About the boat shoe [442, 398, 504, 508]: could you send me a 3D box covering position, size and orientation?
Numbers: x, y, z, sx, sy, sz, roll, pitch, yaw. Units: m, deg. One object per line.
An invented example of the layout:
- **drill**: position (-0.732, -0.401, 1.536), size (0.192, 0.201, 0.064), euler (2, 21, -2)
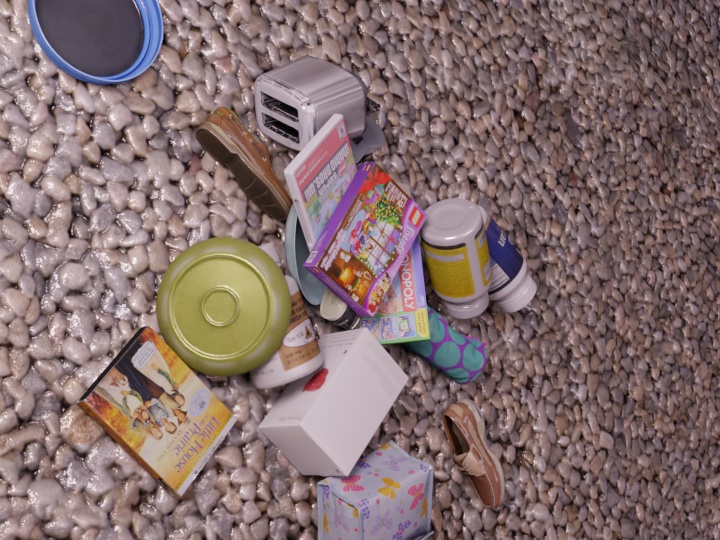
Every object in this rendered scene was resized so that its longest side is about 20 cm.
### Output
- **boat shoe**: position (0.195, 0.333, 1.705), size (0.071, 0.076, 0.202), euler (-17, 84, -36)

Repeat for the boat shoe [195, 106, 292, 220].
- **boat shoe**: position (-0.166, -0.170, 1.491), size (0.200, 0.072, 0.068), euler (50, 56, -22)

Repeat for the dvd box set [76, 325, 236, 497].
- **dvd box set**: position (-0.284, 0.200, 1.352), size (0.200, 0.029, 0.147), euler (51, 54, -20)

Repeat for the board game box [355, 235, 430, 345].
- **board game box**: position (0.039, 0.023, 1.588), size (0.133, 0.029, 0.202), euler (-6, 81, -2)

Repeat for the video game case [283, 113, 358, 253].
- **video game case**: position (-0.049, -0.118, 1.464), size (0.143, 0.017, 0.201), euler (-53, 145, -32)

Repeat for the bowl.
- **bowl**: position (-0.381, -0.364, 1.369), size (0.199, 0.039, 0.203), euler (9, 76, -38)

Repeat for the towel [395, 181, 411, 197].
- **towel**: position (0.039, -0.063, 1.668), size (0.132, 0.034, 0.202), euler (7, 78, -40)

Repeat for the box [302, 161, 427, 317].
- **box**: position (0.011, -0.048, 1.490), size (0.137, 0.039, 0.201), euler (42, 66, -31)

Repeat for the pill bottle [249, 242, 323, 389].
- **pill bottle**: position (-0.139, 0.067, 1.442), size (0.114, 0.114, 0.202), euler (-24, 97, -40)

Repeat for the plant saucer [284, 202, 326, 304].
- **plant saucer**: position (-0.084, -0.047, 1.521), size (0.201, 0.038, 0.203), euler (2, 90, -73)

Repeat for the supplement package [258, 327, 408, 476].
- **supplement package**: position (-0.040, 0.206, 1.495), size (0.120, 0.121, 0.201), euler (50, 54, -21)

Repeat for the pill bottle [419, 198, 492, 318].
- **pill bottle**: position (0.169, -0.015, 1.645), size (0.111, 0.110, 0.201), euler (-50, 140, -34)

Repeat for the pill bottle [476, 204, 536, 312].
- **pill bottle**: position (0.241, -0.017, 1.776), size (0.200, 0.111, 0.112), euler (47, 56, -24)

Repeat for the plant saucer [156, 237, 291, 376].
- **plant saucer**: position (-0.199, 0.053, 1.369), size (0.198, 0.031, 0.202), euler (0, 90, 1)

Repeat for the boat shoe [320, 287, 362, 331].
- **boat shoe**: position (0.000, 0.000, 1.553), size (0.067, 0.071, 0.202), euler (33, 71, -35)

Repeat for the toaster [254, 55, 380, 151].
- **toaster**: position (-0.078, -0.259, 1.511), size (0.129, 0.199, 0.115), euler (-28, 134, -34)

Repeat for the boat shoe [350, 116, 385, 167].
- **boat shoe**: position (-0.017, -0.206, 1.625), size (0.074, 0.068, 0.200), euler (47, 31, -10)

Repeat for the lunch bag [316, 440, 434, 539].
- **lunch bag**: position (0.027, 0.402, 1.505), size (0.169, 0.127, 0.202), euler (-20, 123, -39)

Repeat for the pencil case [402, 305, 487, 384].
- **pencil case**: position (0.134, 0.118, 1.681), size (0.200, 0.085, 0.093), euler (38, 73, -29)
